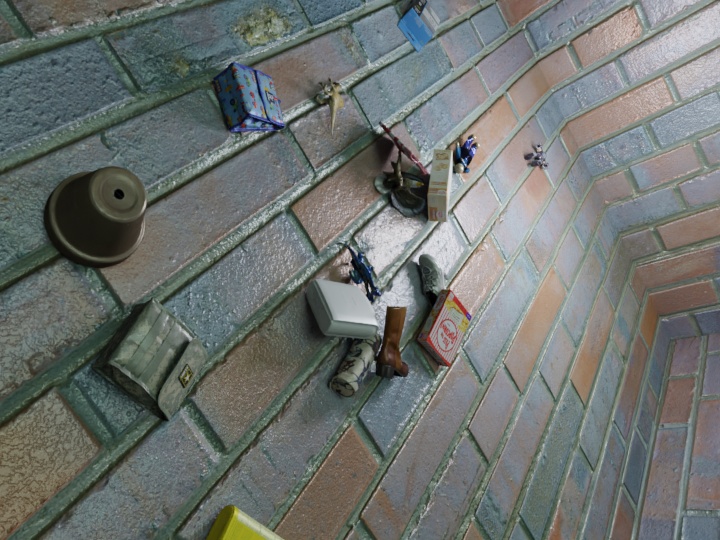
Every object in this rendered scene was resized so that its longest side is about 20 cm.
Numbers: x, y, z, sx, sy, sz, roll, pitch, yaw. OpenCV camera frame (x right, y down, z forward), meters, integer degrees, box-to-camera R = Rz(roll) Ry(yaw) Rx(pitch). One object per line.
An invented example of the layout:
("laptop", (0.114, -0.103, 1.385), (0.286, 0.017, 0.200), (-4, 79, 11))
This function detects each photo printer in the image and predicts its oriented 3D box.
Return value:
("photo printer", (-0.042, 0.110, 1.514), (0.195, 0.070, 0.169), (12, 36, -40))

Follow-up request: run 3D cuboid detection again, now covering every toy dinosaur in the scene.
("toy dinosaur", (-0.092, -0.548, 1.739), (0.099, 0.057, 0.207), (25, 60, -37))

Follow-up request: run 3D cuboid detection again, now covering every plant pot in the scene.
("plant pot", (-0.521, -0.128, 1.105), (0.196, 0.172, 0.208), (16, 64, -37))

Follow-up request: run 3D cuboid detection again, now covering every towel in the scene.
("towel", (0.144, -0.417, 1.848), (0.202, 0.023, 0.143), (54, 12, 34))

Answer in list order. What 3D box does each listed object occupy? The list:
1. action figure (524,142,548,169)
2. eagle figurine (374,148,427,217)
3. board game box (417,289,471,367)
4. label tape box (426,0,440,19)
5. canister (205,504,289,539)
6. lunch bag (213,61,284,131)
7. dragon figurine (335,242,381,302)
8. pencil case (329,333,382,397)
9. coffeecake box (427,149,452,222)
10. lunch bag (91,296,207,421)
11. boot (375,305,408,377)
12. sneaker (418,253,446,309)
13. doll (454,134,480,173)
("action figure", (0.886, -0.558, 2.676), (0.198, 0.068, 0.134), (-27, 90, -48))
("eagle figurine", (0.153, -0.289, 1.862), (0.153, 0.150, 0.200), (-51, 154, 1))
("board game box", (0.285, 0.193, 1.818), (0.152, 0.045, 0.204), (45, 63, -31))
("label tape box", (0.244, -1.016, 2.216), (0.144, 0.062, 0.204), (42, 51, -25))
("canister", (-0.244, 0.627, 1.176), (0.200, 0.085, 0.151), (44, 50, -22))
("lunch bag", (-0.293, -0.474, 1.516), (0.198, 0.092, 0.156), (-16, 86, -57))
("dragon figurine", (0.000, 0.000, 1.614), (0.202, 0.058, 0.101), (54, 18, -25))
("pencil case", (-0.014, 0.259, 1.528), (0.202, 0.087, 0.080), (-58, 143, -38))
("coffeecake box", (0.289, -0.306, 1.958), (0.155, 0.070, 0.206), (75, 23, -59))
("lunch bag", (-0.423, 0.191, 1.133), (0.201, 0.115, 0.167), (49, 48, -27))
("boot", (0.106, 0.208, 1.609), (0.186, 0.067, 0.208), (15, 83, -54))
("sneaker", (0.245, 0.041, 1.849), (0.081, 0.073, 0.206), (-28, 96, -46))
("doll", (0.427, -0.470, 2.216), (0.138, 0.047, 0.203), (52, 53, -30))
